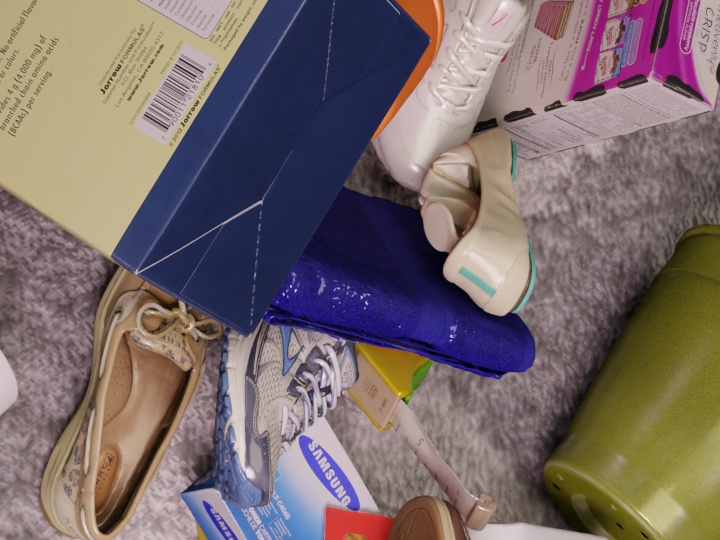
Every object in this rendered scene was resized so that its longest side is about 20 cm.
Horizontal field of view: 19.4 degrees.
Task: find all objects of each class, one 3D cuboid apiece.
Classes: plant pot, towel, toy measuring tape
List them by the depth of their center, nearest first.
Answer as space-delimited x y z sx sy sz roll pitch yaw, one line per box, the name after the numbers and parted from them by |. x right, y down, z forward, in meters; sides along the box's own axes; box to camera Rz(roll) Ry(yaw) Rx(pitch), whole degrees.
0.000 0.000 1.273 0.199 0.148 0.050 18 115 -36 | towel
0.037 0.074 1.330 0.073 0.074 0.200 -26 63 -30 | toy measuring tape
0.228 0.108 1.403 0.193 0.200 0.201 -44 103 -16 | plant pot

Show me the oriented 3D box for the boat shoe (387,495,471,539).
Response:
0.065 0.232 1.240 0.072 0.072 0.202 -1 75 -37 | boat shoe

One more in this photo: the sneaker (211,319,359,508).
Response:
-0.042 0.058 1.250 0.084 0.077 0.201 7 44 -2 | sneaker

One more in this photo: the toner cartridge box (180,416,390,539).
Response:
-0.019 0.192 1.287 0.095 0.043 0.201 -38 103 -36 | toner cartridge box

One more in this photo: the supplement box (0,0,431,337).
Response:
-0.109 -0.108 1.153 0.201 0.199 0.134 -58 151 -2 | supplement box

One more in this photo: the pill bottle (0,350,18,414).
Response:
-0.286 0.103 1.146 0.200 0.111 0.111 -43 102 -28 | pill bottle

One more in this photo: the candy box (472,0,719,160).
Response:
0.161 -0.159 1.390 0.061 0.199 0.138 23 72 -29 | candy box

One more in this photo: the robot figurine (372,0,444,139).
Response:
-0.012 -0.145 1.307 0.200 0.116 0.145 -56 137 -60 | robot figurine

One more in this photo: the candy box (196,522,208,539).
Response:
-0.042 0.226 1.309 0.101 0.026 0.202 -7 85 -30 | candy box

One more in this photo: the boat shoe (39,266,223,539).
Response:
-0.127 0.067 1.253 0.073 0.063 0.202 22 81 -28 | boat shoe

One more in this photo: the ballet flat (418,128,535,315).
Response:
0.068 -0.041 1.312 0.069 0.200 0.070 -1 117 -3 | ballet flat

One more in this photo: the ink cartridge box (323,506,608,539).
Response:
0.066 0.232 1.286 0.199 0.050 0.162 14 72 -36 | ink cartridge box

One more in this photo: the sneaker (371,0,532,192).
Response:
0.065 -0.150 1.393 0.077 0.099 0.202 22 71 -24 | sneaker
